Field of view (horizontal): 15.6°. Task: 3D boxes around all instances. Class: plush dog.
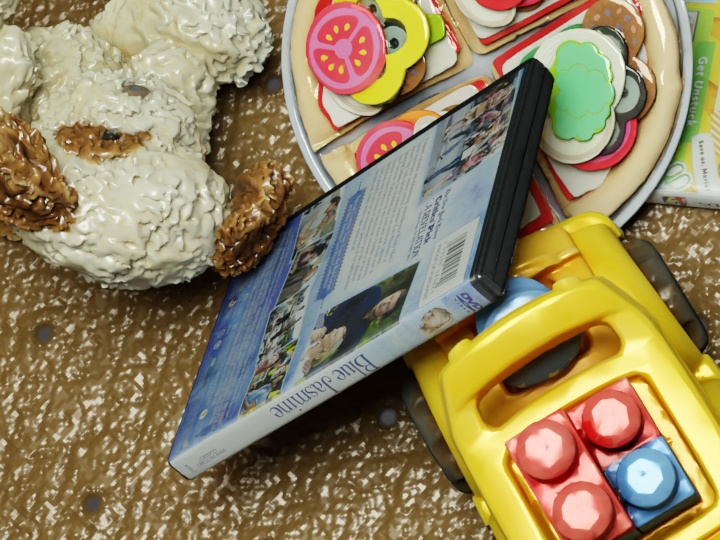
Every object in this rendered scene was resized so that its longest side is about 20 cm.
[{"bbox_3d":[-0.128,-0.052,1.213,0.172,0.199,0.161,51,127,50],"label":"plush dog"}]

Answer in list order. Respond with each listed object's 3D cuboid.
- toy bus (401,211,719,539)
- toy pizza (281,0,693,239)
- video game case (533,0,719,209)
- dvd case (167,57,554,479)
[{"bbox_3d":[0.090,0.066,1.076,0.135,0.192,0.201,-32,72,6],"label":"toy bus"},{"bbox_3d":[0.052,-0.095,1.197,0.199,0.032,0.201,3,97,21],"label":"toy pizza"},{"bbox_3d":[0.130,-0.129,1.238,0.181,0.023,0.201,6,71,20],"label":"video game case"},{"bbox_3d":[0.000,0.000,1.150,0.200,0.018,0.143,-32,27,37],"label":"dvd case"}]
